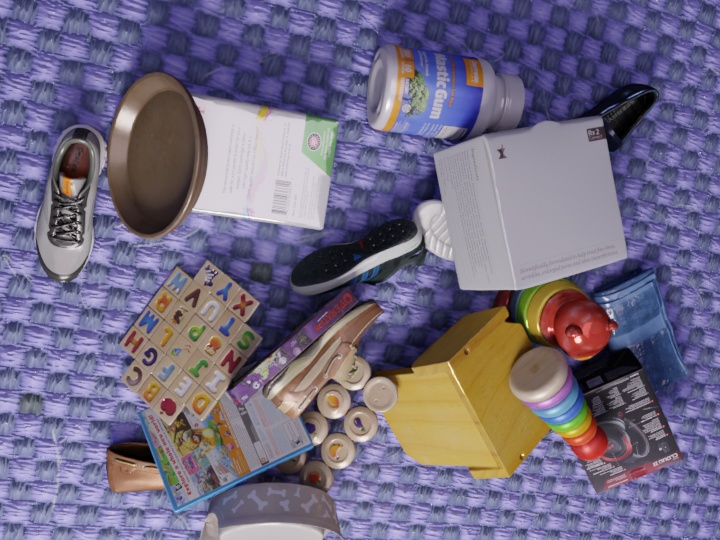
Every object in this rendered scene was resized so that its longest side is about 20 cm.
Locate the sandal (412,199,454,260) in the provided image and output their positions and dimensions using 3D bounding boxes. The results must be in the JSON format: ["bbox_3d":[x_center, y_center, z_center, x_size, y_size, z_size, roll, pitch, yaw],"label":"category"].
[{"bbox_3d":[0.159,-0.052,1.043,0.201,0.050,0.083,20,111,-22],"label":"sandal"}]

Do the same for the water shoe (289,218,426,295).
[{"bbox_3d":[0.000,0.000,0.995,0.199,0.072,0.079,-22,136,7],"label":"water shoe"}]

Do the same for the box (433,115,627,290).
[{"bbox_3d":[0.229,-0.090,0.961,0.198,0.131,0.202,-13,94,-24],"label":"box"}]

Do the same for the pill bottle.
[{"bbox_3d":[0.116,-0.237,0.963,0.198,0.112,0.113,3,99,-14],"label":"pill bottle"}]

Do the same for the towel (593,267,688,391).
[{"bbox_3d":[0.450,0.104,1.142,0.111,0.049,0.201,-25,105,-8],"label":"towel"}]

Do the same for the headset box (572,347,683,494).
[{"bbox_3d":[0.403,0.247,1.122,0.148,0.075,0.201,-27,106,11],"label":"headset box"}]

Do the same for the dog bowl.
[{"bbox_3d":[-0.122,0.351,0.981,0.198,0.059,0.201,-1,144,-1],"label":"dog bowl"}]

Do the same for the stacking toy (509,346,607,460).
[{"bbox_3d":[0.291,0.197,0.995,0.085,0.085,0.200,-44,119,-3],"label":"stacking toy"}]

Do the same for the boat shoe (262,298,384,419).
[{"bbox_3d":[-0.042,0.123,0.979,0.200,0.076,0.074,-41,90,-7],"label":"boat shoe"}]

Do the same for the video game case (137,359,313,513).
[{"bbox_3d":[-0.182,0.217,0.963,0.199,0.018,0.144,-21,69,-19],"label":"video game case"}]

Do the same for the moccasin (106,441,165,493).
[{"bbox_3d":[-0.248,0.258,0.985,0.199,0.074,0.078,0,108,-4],"label":"moccasin"}]

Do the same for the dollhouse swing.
[{"bbox_3d":[0.148,0.179,1.047,0.181,0.175,0.201,-39,108,-27],"label":"dollhouse swing"}]

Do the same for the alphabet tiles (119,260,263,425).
[{"bbox_3d":[-0.227,0.094,0.939,0.166,0.006,0.201,37,90,19],"label":"alphabet tiles"}]

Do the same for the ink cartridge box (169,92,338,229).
[{"bbox_3d":[-0.141,-0.141,0.928,0.198,0.087,0.147,7,98,-17],"label":"ink cartridge box"}]

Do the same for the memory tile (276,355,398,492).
[{"bbox_3d":[-0.054,0.205,1.009,0.153,0.017,0.200,38,89,14],"label":"memory tile"}]

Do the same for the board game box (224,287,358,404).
[{"bbox_3d":[-0.095,0.103,0.945,0.200,0.120,0.032,-41,96,-17],"label":"board game box"}]

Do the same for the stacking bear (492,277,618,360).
[{"bbox_3d":[0.283,0.067,1.013,0.120,0.200,0.115,-2,101,-14],"label":"stacking bear"}]

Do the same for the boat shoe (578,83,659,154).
[{"bbox_3d":[0.355,-0.208,1.050,0.084,0.069,0.200,40,91,-17],"label":"boat shoe"}]

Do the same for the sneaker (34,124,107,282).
[{"bbox_3d":[-0.367,-0.082,0.886,0.073,0.079,0.202,9,99,-17],"label":"sneaker"}]

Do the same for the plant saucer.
[{"bbox_3d":[-0.247,-0.138,0.864,0.029,0.199,0.202,-2,103,-49],"label":"plant saucer"}]
